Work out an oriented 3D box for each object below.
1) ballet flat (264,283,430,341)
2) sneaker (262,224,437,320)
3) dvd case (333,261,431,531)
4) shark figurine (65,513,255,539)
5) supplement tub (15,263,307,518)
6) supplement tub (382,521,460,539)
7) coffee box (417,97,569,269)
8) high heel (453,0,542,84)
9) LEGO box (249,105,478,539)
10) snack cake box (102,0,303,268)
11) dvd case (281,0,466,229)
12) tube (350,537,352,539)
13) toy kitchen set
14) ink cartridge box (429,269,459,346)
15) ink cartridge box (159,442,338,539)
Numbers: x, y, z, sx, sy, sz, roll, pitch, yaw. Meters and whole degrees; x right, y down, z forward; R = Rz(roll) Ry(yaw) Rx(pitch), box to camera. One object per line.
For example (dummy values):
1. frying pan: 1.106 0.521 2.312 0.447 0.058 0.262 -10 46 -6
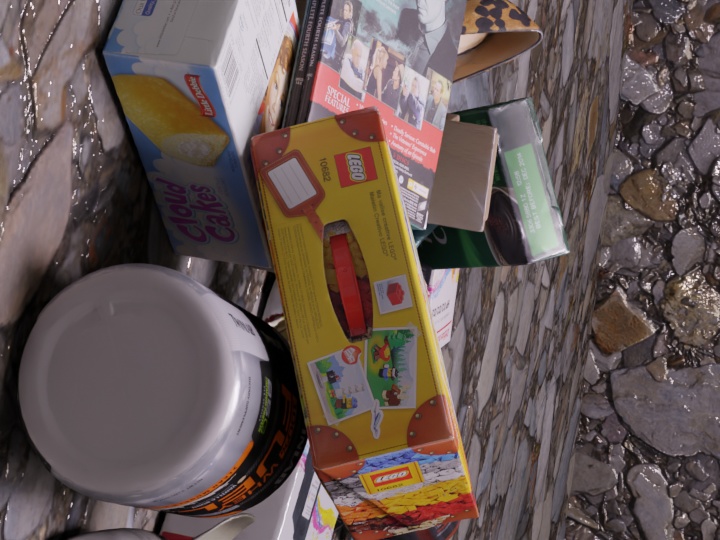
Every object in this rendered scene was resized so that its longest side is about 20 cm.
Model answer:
1. ballet flat: -0.027 0.050 1.167 0.200 0.076 0.064 -31 178 -24
2. sneaker: 0.000 0.000 1.335 0.200 0.082 0.074 -56 154 -18
3. dvd case: -0.004 0.106 1.397 0.150 0.025 0.201 -43 -152 52
4. shark figurine: -0.123 0.203 1.080 0.128 0.089 0.215 -33 133 -24
5. supplement tub: -0.097 0.071 0.983 0.200 0.122 0.123 38 63 -74
6. supplement tub: 0.033 0.183 1.607 0.200 0.106 0.107 68 34 -66
7. coffee box: 0.081 -0.062 1.393 0.200 0.044 0.124 0 -74 65
8. high heel: 0.057 -0.148 1.402 0.072 0.142 0.201 83 22 -48
9. LEGO box: 0.003 0.035 1.020 0.149 0.077 0.201 70 7 -65
10. snack cake box: -0.080 -0.104 1.046 0.200 0.067 0.115 78 24 -57
11. dvd case: 0.014 -0.140 1.117 0.146 0.022 0.201 24 74 -53
12. tube: 0.006 0.325 1.735 0.200 0.050 0.078 66 32 -58
13. toy kitchen set: 0.032 -0.100 1.298 0.180 0.162 0.201 -34 132 -71
14. ink cartridge box: 0.046 0.012 1.624 0.115 0.067 0.201 -27 125 -73
15. ink cartridge box: -0.069 0.161 1.234 0.146 0.082 0.201 73 30 -61
